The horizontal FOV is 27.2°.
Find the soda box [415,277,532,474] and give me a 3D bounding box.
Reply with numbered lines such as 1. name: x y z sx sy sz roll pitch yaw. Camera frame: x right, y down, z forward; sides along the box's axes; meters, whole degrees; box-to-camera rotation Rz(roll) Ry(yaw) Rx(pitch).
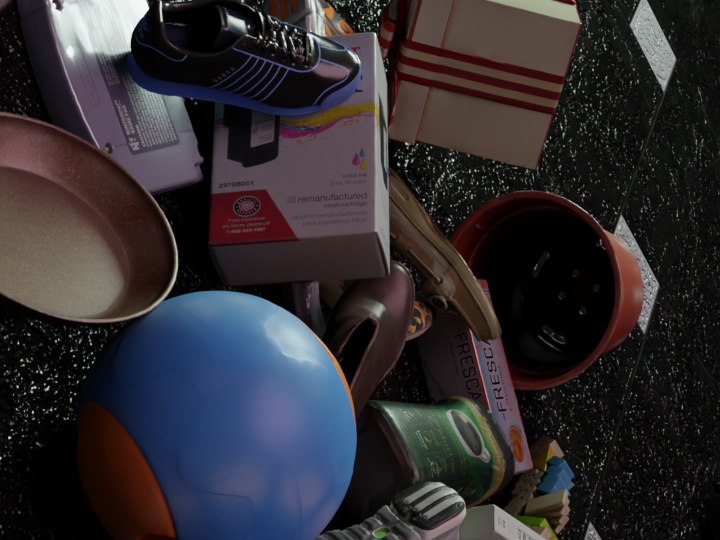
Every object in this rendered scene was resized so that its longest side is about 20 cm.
1. soda box: 0.109 0.111 1.495 0.063 0.068 0.202 4 70 -56

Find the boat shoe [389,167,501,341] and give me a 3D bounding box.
1. boat shoe: 0.061 -0.007 1.437 0.201 0.063 0.073 54 0 7

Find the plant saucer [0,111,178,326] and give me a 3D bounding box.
1. plant saucer: -0.223 -0.029 1.038 0.199 0.037 0.201 25 34 -18

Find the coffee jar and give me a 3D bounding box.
1. coffee jar: 0.060 0.171 1.368 0.199 0.085 0.105 5 52 -55

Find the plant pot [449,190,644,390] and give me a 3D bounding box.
1. plant pot: 0.210 0.023 1.599 0.195 0.199 0.203 4 70 -64

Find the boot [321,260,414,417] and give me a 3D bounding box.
1. boot: 0.002 0.062 1.229 0.072 0.166 0.201 31 71 -1

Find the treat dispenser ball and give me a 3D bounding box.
1. treat dispenser ball: -0.101 0.116 1.049 0.200 0.200 0.203 32 49 -45

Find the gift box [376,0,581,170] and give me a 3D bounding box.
1. gift box: 0.103 -0.205 1.499 0.185 0.185 0.202 -87 -168 -68

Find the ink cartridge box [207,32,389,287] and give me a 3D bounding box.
1. ink cartridge box: -0.051 -0.096 1.275 0.083 0.144 0.202 73 15 -61

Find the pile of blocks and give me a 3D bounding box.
1. pile of blocks: 0.193 0.253 1.537 0.062 0.082 0.200 57 34 -20

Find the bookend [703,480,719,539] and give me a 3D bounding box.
1. bookend: 0.491 0.369 1.921 0.199 0.092 0.201 2 71 -55

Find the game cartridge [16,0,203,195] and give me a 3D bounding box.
1. game cartridge: -0.203 -0.154 1.194 0.133 0.041 0.202 -21 92 -62

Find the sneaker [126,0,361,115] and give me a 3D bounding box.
1. sneaker: -0.085 -0.175 1.194 0.198 0.078 0.071 0 64 -22

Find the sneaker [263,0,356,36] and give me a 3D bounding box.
1. sneaker: -0.029 -0.179 1.431 0.112 0.077 0.202 23 55 -48

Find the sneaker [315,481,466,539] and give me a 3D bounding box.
1. sneaker: 0.007 0.265 1.229 0.199 0.075 0.116 -22 126 -24

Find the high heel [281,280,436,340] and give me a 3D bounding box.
1. high heel: 0.000 0.000 1.381 0.199 0.071 0.144 -8 87 -49

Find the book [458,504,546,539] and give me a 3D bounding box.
1. book: 0.121 0.272 1.369 0.200 0.133 0.048 37 46 -41
